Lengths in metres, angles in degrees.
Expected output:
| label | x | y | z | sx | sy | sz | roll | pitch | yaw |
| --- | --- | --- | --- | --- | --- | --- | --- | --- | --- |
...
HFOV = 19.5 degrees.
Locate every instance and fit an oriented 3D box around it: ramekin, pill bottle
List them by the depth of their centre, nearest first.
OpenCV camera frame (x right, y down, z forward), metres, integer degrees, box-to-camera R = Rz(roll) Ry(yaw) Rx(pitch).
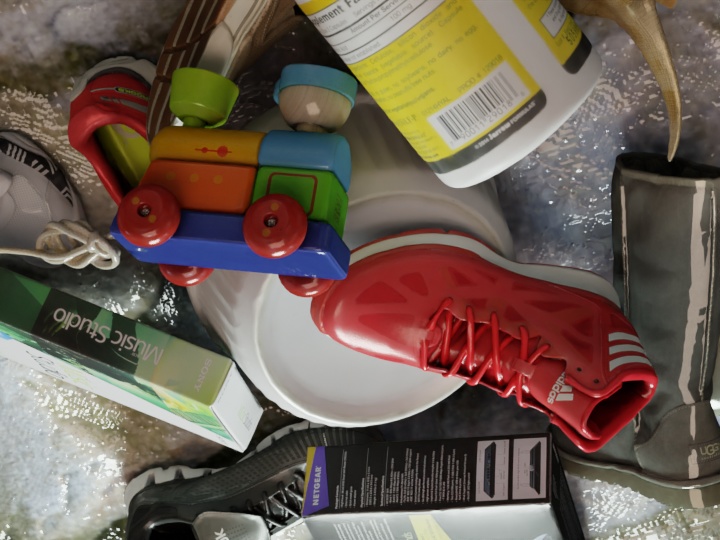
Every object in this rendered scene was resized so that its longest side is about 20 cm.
| label | x | y | z | sx | sy | sz | roll | pitch | yaw |
| --- | --- | --- | --- | --- | --- | --- | --- | --- | --- |
| pill bottle | 0.029 | -0.152 | 1.110 | 0.111 | 0.111 | 0.200 | -33 | 105 | 24 |
| ramekin | 0.000 | 0.000 | 1.226 | 0.201 | 0.094 | 0.204 | -9 | 122 | -14 |

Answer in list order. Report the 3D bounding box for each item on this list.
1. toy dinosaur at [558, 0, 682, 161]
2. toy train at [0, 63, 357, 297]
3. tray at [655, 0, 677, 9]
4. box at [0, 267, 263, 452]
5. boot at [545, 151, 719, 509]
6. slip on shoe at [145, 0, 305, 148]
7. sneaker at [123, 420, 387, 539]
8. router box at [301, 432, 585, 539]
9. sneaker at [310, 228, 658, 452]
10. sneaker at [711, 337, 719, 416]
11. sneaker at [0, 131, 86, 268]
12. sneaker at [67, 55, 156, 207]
| label | x | y | z | sx | sy | sz | roll | pitch | yaw |
| --- | --- | --- | --- | --- | --- | --- | --- | --- | --- |
| toy dinosaur | 0.143 | -0.164 | 1.140 | 0.200 | 0.058 | 0.101 | 47 | 132 | -12 |
| toy train | -0.099 | -0.057 | 1.130 | 0.199 | 0.117 | 0.085 | 5 | 163 | 15 |
| tray | 0.175 | -0.250 | 1.125 | 0.098 | 0.037 | 0.201 | 25 | 120 | -7 |
| box | -0.163 | 0.050 | 1.282 | 0.199 | 0.037 | 0.144 | 20 | 167 | 10 |
| boot | 0.165 | 0.029 | 1.264 | 0.072 | 0.181 | 0.201 | -18 | 105 | -30 |
| slip on shoe | -0.060 | -0.150 | 1.190 | 0.060 | 0.076 | 0.201 | 19 | 104 | -26 |
| sneaker | -0.072 | 0.158 | 1.376 | 0.199 | 0.091 | 0.067 | -17 | 118 | 18 |
| router box | 0.062 | 0.178 | 1.346 | 0.156 | 0.053 | 0.200 | -4 | 145 | 12 |
| sneaker | 0.079 | 0.040 | 1.150 | 0.199 | 0.116 | 0.079 | 2 | 118 | -24 |
| sneaker | 0.267 | 0.004 | 1.253 | 0.105 | 0.075 | 0.201 | 4 | 128 | -3 |
| sneaker | -0.260 | -0.050 | 1.262 | 0.200 | 0.115 | 0.075 | 39 | 119 | -15 |
| sneaker | -0.111 | -0.035 | 1.268 | 0.077 | 0.085 | 0.200 | -33 | 111 | 26 |
